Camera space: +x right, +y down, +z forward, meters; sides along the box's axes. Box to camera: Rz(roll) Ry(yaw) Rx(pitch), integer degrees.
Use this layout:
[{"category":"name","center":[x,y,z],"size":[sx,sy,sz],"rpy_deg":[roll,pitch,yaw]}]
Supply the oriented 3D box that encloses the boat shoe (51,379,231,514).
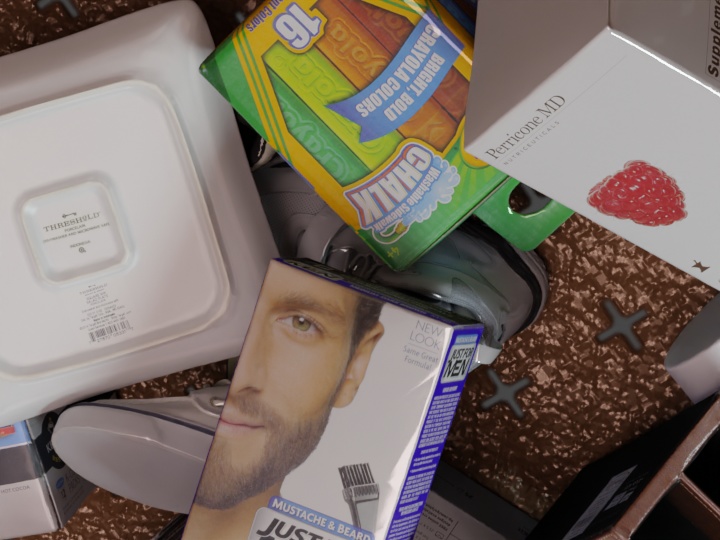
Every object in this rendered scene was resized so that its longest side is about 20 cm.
[{"category":"boat shoe","center":[-0.068,0.093,1.641],"size":[0.199,0.066,0.072],"rpy_deg":[7,144,7]}]

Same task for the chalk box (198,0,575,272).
[{"category":"chalk box","center":[0.037,-0.092,1.585],"size":[0.200,0.124,0.125],"rpy_deg":[45,117,-4]}]

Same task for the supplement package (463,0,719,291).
[{"category":"supplement package","center":[0.167,-0.089,1.494],"size":[0.199,0.120,0.121],"rpy_deg":[27,138,-23]}]

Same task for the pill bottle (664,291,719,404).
[{"category":"pill bottle","center":[0.265,0.091,1.599],"size":[0.114,0.114,0.200],"rpy_deg":[-40,97,26]}]

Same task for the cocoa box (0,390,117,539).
[{"category":"cocoa box","center":[-0.259,0.082,1.735],"size":[0.199,0.133,0.132],"rpy_deg":[-10,106,19]}]

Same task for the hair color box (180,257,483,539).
[{"category":"hair color box","center":[-0.021,0.104,1.554],"size":[0.109,0.065,0.201],"rpy_deg":[20,95,17]}]

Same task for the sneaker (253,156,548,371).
[{"category":"sneaker","center":[0.000,0.000,1.638],"size":[0.199,0.115,0.076],"rpy_deg":[19,115,8]}]

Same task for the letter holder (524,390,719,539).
[{"category":"letter holder","center":[0.178,0.169,1.604],"size":[0.142,0.101,0.200],"rpy_deg":[43,157,-2]}]

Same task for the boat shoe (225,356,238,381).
[{"category":"boat shoe","center":[-0.039,0.115,1.707],"size":[0.076,0.071,0.201],"rpy_deg":[24,123,46]}]

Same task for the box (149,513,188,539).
[{"category":"box","center":[-0.076,0.269,1.682],"size":[0.200,0.164,0.166],"rpy_deg":[40,122,-12]}]

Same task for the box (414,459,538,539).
[{"category":"box","center":[0.046,0.224,1.759],"size":[0.155,0.041,0.200],"rpy_deg":[33,118,2]}]

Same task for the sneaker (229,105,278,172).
[{"category":"sneaker","center":[-0.125,-0.076,1.659],"size":[0.199,0.088,0.076],"rpy_deg":[-14,109,22]}]

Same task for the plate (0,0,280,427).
[{"category":"plate","center":[-0.152,-0.024,1.599],"size":[0.198,0.032,0.201],"rpy_deg":[-16,107,4]}]
